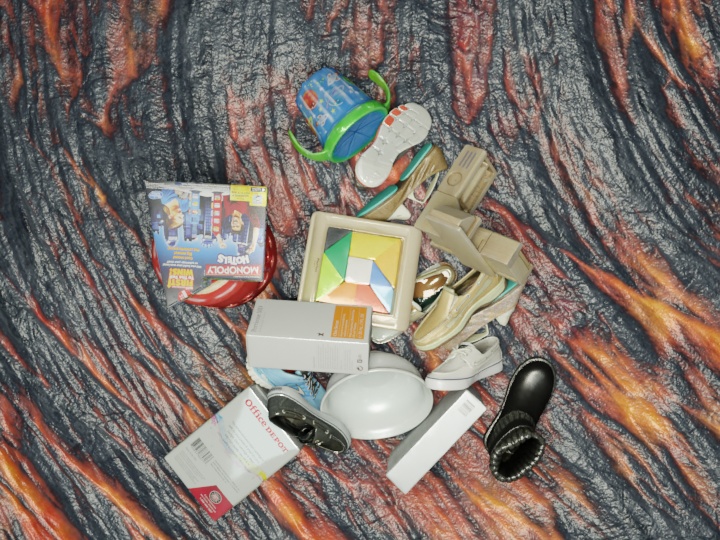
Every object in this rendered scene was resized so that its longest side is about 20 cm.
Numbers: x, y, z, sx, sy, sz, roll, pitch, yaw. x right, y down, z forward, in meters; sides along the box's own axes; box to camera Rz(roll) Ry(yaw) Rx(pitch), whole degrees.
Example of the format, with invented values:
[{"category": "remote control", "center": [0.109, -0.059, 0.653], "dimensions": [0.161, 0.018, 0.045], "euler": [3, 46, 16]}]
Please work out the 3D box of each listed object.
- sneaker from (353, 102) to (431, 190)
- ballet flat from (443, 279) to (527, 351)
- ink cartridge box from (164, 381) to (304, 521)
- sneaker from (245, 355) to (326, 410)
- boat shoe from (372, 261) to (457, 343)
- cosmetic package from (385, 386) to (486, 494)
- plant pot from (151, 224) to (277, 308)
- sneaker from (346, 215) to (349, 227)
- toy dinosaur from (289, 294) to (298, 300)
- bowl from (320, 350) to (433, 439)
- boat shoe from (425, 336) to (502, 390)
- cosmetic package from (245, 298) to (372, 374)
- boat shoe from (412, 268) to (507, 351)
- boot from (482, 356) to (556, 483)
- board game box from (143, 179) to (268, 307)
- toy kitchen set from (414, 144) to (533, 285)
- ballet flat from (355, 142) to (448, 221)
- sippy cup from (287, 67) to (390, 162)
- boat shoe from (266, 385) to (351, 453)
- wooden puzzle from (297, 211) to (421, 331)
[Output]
[{"category": "sneaker", "center": [0.047, -0.223, 1.364], "dimensions": [0.077, 0.082, 0.200], "euler": [44, 69, -5]}, {"category": "ballet flat", "center": [0.225, 0.080, 1.364], "dimensions": [0.200, 0.068, 0.067], "euler": [-33, 108, 9]}, {"category": "ink cartridge box", "center": [-0.212, 0.311, 1.351], "dimensions": [0.200, 0.145, 0.146], "euler": [-39, 87, 4]}, {"category": "sneaker", "center": [-0.108, 0.198, 1.336], "dimensions": [0.090, 0.079, 0.200], "euler": [-28, 125, 29]}, {"category": "boat shoe", "center": [0.088, 0.056, 1.364], "dimensions": [0.200, 0.068, 0.075], "euler": [-44, 87, 4]}, {"category": "cosmetic package", "center": [0.131, 0.284, 1.322], "dimensions": [0.052, 0.151, 0.200], "euler": [43, 94, 1]}, {"category": "plant pot", "center": [-0.259, -0.027, 1.335], "dimensions": [0.199, 0.182, 0.202], "euler": [0, 93, 3]}, {"category": "sneaker", "center": [-0.035, 0.006, 1.373], "dimensions": [0.088, 0.080, 0.201], "euler": [-12, 85, 11]}, {"category": "toy dinosaur", "center": [-0.098, 0.125, 1.381], "dimensions": [0.199, 0.102, 0.136], "euler": [-9, 110, -11]}, {"category": "bowl", "center": [0.025, 0.207, 1.340], "dimensions": [0.200, 0.091, 0.202], "euler": [-3, 134, -3]}, {"category": "boat shoe", "center": [0.182, 0.157, 1.304], "dimensions": [0.072, 0.199, 0.066], "euler": [6, 101, 47]}, {"category": "cosmetic package", "center": [-0.082, 0.108, 1.255], "dimensions": [0.199, 0.102, 0.072], "euler": [3, 125, 2]}, {"category": "boat shoe", "center": [0.161, 0.054, 1.317], "dimensions": [0.200, 0.072, 0.076], "euler": [-43, 123, -7]}, {"category": "boot", "center": [0.285, 0.256, 1.306], "dimensions": [0.079, 0.158, 0.212], "euler": [25, 93, 4]}, {"category": "board game box", "center": [-0.247, -0.039, 1.212], "dimensions": [0.199, 0.062, 0.201], "euler": [4, 94, 4]}, {"category": "toy kitchen set", "center": [0.203, -0.114, 1.250], "dimensions": [0.200, 0.163, 0.181], "euler": [27, 80, 39]}, {"category": "ballet flat", "center": [0.083, -0.140, 1.372], "dimensions": [0.200, 0.068, 0.072], "euler": [-45, 107, 0]}, {"category": "sippy cup", "center": [-0.042, -0.285, 1.346], "dimensions": [0.130, 0.178, 0.140], "euler": [50, 135, 12]}, {"category": "boat shoe", "center": [-0.090, 0.270, 1.288], "dimensions": [0.068, 0.057, 0.200], "euler": [-27, 128, 28]}, {"category": "wooden puzzle", "center": [0.000, 0.000, 1.309], "dimensions": [0.199, 0.037, 0.186], "euler": [9, 83, -4]}]
